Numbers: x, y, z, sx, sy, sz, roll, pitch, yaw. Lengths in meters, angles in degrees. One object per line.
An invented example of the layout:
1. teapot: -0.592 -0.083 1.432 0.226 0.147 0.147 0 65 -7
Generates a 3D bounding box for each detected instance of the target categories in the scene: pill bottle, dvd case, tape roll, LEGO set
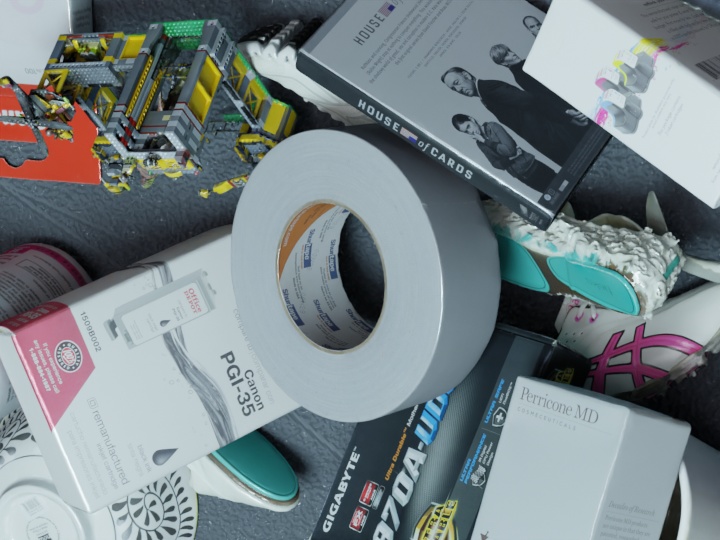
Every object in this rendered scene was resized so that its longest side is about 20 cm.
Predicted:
1. pill bottle: -0.298 0.061 1.186 0.113 0.200 0.114 10 113 24
2. dvd case: 0.077 -0.132 1.034 0.199 0.150 0.025 34 146 8
3. tape roll: 0.000 0.000 1.063 0.199 0.066 0.202 9 104 41
4. LEGO set: -0.153 -0.093 1.102 0.199 0.116 0.154 6 150 21

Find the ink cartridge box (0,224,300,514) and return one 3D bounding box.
1. ink cartridge box: -0.151 0.068 1.141 0.083 0.199 0.147 -3 111 65

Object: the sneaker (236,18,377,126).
1. sneaker: 0.000 -0.127 1.103 0.199 0.075 0.082 16 121 16

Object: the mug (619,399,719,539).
1. mug: 0.197 0.190 1.068 0.187 0.153 0.150 -58 44 16

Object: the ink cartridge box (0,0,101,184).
1. ink cartridge box: -0.286 -0.168 1.205 0.161 0.057 0.202 5 103 18

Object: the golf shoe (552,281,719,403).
1. golf shoe: 0.181 0.051 1.088 0.199 0.073 0.092 -33 92 25

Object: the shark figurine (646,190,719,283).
1. shark figurine: 0.297 -0.017 1.028 0.213 0.089 0.129 -26 63 17

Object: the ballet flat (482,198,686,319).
1. ballet flat: 0.145 -0.017 1.071 0.199 0.071 0.072 22 116 47

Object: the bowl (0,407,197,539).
1. bowl: -0.243 0.201 1.274 0.199 0.094 0.202 5 108 17

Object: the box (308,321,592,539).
1. box: 0.060 0.131 1.082 0.159 0.046 0.201 17 82 51

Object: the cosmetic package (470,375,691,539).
1. cosmetic package: 0.128 0.176 0.979 0.101 0.074 0.201 13 89 50

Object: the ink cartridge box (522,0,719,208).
1. ink cartridge box: 0.189 -0.134 0.986 0.200 0.115 0.068 41 128 24

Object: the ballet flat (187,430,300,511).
1. ballet flat: -0.133 0.136 1.233 0.200 0.069 0.070 39 115 13

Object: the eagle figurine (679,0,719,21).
1. eagle figurine: 0.230 -0.222 0.935 0.200 0.151 0.152 42 87 7
